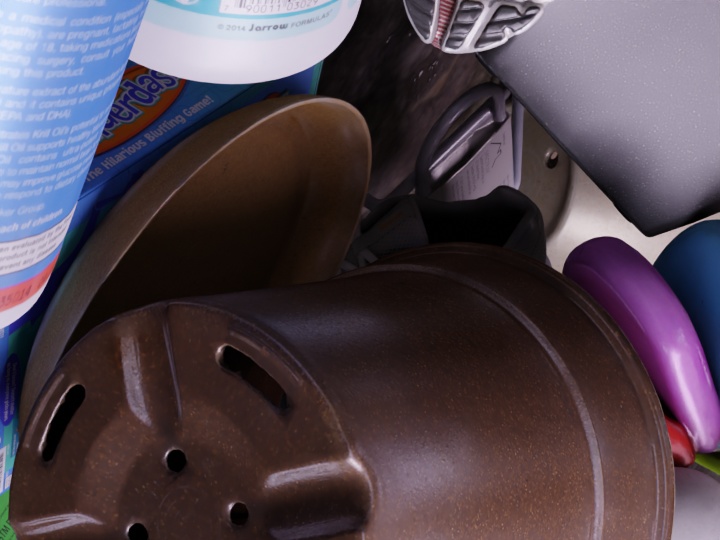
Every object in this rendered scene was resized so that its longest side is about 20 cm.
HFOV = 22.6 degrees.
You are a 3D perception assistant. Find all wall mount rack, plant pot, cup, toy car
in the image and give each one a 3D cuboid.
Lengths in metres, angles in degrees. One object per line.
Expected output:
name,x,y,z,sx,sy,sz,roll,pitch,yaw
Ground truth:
wall mount rack,0.055,-0.077,0.991,0.174,0.074,0.200,-45,159,-14
plant pot,0.139,-0.140,0.833,0.177,0.200,0.199,-41,119,11
plant pot,-0.010,0.086,0.675,0.198,0.200,0.201,3,121,-59
cup,0.148,-0.047,1.114,0.143,0.200,0.201,6,121,-38
plant pot,-0.068,0.011,0.720,0.200,0.027,0.200,-45,159,-23
toy car,0.123,0.058,0.798,0.200,0.175,0.150,-37,113,-10

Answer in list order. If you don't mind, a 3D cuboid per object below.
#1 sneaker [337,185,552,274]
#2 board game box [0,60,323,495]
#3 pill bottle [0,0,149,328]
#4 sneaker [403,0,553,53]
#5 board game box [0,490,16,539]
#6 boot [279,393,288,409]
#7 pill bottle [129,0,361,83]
sneaker,0.000,0.000,0.900,0.199,0.076,0.092,-16,148,-7
board game box,-0.101,-0.007,0.720,0.200,0.045,0.152,-38,154,-38
pill bottle,-0.114,-0.088,0.509,0.112,0.112,0.201,-25,147,-54
sneaker,0.063,-0.182,0.744,0.085,0.077,0.201,108,-6,-85
board game box,-0.134,0.121,0.886,0.153,0.040,0.200,-56,166,13
boot,0.020,0.082,0.898,0.131,0.070,0.200,20,128,-44
pill bottle,-0.034,-0.166,0.566,0.111,0.111,0.201,-36,154,-41
